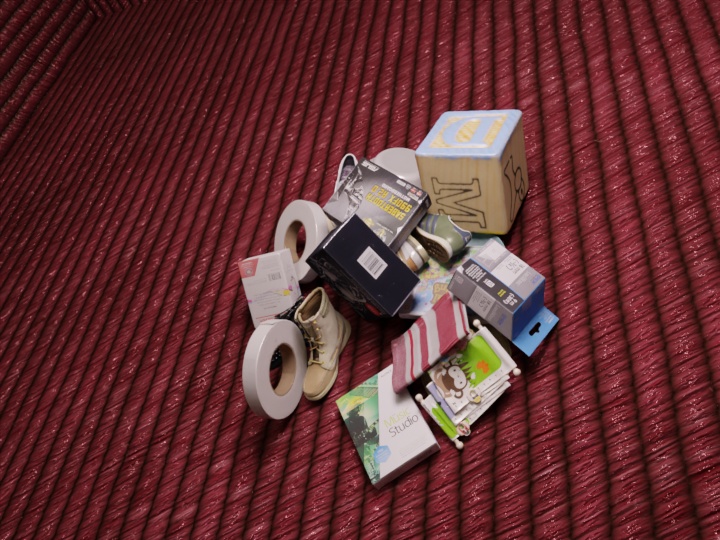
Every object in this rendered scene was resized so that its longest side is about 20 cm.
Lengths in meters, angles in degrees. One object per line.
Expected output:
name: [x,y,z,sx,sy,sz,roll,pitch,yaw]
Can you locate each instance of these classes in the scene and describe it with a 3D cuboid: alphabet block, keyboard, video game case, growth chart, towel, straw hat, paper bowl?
alphabet block: [0.256,-0.222,1.346,0.193,0.203,0.196,9,44,31]
keyboard: [-0.153,0.133,1.365,0.198,0.105,0.040,-35,6,-3]
video game case: [0.192,0.025,1.276,0.196,0.022,0.185,1,55,27]
growth chart: [0.196,0.206,1.115,0.144,0.018,0.201,41,95,13]
towel: [0.130,0.135,1.175,0.200,0.023,0.145,-45,23,26]
straw hat: [0.197,0.161,1.176,0.197,0.086,0.204,-13,50,16]
paper bowl: [0.097,-0.222,1.467,0.195,0.106,0.203,4,43,-3]

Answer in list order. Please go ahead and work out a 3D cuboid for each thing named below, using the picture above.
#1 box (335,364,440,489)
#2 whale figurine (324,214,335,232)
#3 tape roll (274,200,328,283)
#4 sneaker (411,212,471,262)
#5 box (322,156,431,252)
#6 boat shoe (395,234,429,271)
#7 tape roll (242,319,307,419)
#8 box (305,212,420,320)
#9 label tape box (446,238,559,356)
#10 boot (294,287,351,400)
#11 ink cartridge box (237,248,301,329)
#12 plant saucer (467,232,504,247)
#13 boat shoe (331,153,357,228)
box: [0.049,0.300,1.175,0.143,0.037,0.201,-32,45,0]
whale figurine: [-0.005,-0.079,1.475,0.159,0.104,0.199,-41,70,-20]
tape roll: [-0.149,-0.070,1.481,0.201,0.036,0.208,-8,80,52]
sneaker: [0.166,-0.092,1.335,0.089,0.068,0.200,-29,40,-17]
box: [0.035,-0.142,1.331,0.199,0.048,0.159,34,80,30]
boat shoe: [0.076,-0.061,1.354,0.068,0.075,0.200,-39,36,-3]
tape roll: [-0.174,0.204,1.250,0.036,0.204,0.206,-1,54,26]
box: [0.000,0.000,1.279,0.104,0.200,0.182,-48,7,-16]
label tape box: [0.287,0.045,1.154,0.199,0.064,0.143,39,48,18]
boot: [-0.095,0.156,1.278,0.071,0.156,0.203,5,56,29]
ink cartridge box: [-0.204,0.062,1.425,0.114,0.205,0.067,-11,8,18]
plant saucer: [0.227,-0.006,1.326,0.197,0.039,0.204,-13,50,16]
boat shoe: [-0.033,-0.191,1.438,0.070,0.069,0.204,8,59,10]
